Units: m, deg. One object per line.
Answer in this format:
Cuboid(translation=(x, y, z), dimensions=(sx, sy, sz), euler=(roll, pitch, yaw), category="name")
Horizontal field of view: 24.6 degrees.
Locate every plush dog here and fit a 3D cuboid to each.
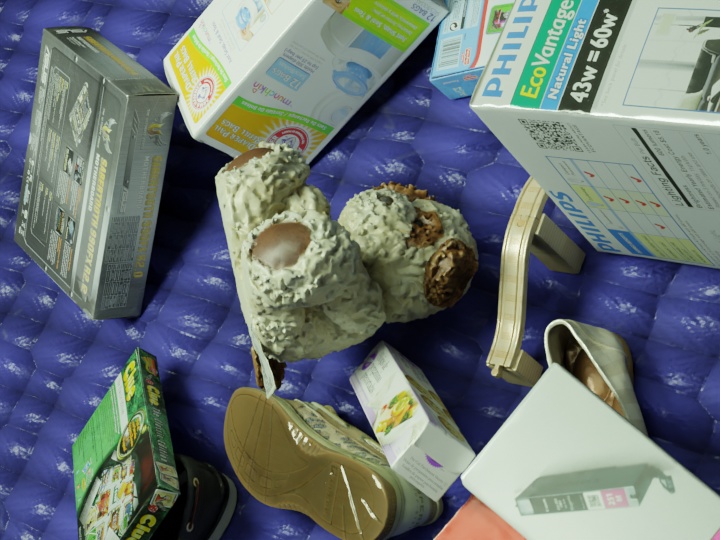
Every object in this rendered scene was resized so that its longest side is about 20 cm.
Cuboid(translation=(0.000, 0.000, 1.156), dimensions=(0.170, 0.162, 0.200), euler=(-12, 26, -9), category="plush dog")

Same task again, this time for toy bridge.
Cuboid(translation=(0.126, -0.019, 1.123), dimensions=(0.027, 0.067, 0.201), euler=(8, 69, 40), category="toy bridge")

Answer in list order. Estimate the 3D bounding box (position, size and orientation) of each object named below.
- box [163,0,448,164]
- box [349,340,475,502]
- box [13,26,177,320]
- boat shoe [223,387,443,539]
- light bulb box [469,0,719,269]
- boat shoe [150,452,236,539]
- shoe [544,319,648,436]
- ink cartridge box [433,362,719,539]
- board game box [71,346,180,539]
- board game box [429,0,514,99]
Cuboid(translation=(-0.047, -0.184, 1.303), dimensions=(0.200, 0.112, 0.102), euler=(-45, 45, 21), category="box")
Cuboid(translation=(0.031, 0.094, 1.079), dimensions=(0.039, 0.041, 0.200), euler=(-50, 12, 4), category="box")
Cuboid(translation=(-0.224, -0.083, 1.378), dimensions=(0.158, 0.048, 0.202), euler=(36, 122, 45), category="box")
Cuboid(translation=(-0.026, 0.138, 1.161), dimensions=(0.200, 0.062, 0.074), euler=(29, 110, 47), category="boat shoe")
Cuboid(translation=(0.210, -0.095, 1.011), dimensions=(0.199, 0.198, 0.126), euler=(11, 69, 40), category="light bulb box")
Cuboid(translation=(-0.162, 0.230, 1.204), dimensions=(0.073, 0.063, 0.203), euler=(17, 77, 41), category="boat shoe")
Cuboid(translation=(0.150, 0.118, 1.031), dimensions=(0.070, 0.053, 0.201), euler=(-26, 51, 23), category="shoe")
Cuboid(translation=(0.136, 0.183, 0.961), dimensions=(0.200, 0.044, 0.174), euler=(39, 90, 21), category="ink cartridge box")
Cuboid(translation=(-0.178, 0.147, 1.230), dimensions=(0.105, 0.023, 0.200), euler=(-57, 23, 17), category="board game box")
Cuboid(translation=(0.153, -0.216, 1.239), dimensions=(0.199, 0.037, 0.152), euler=(-8, 60, 36), category="board game box")
